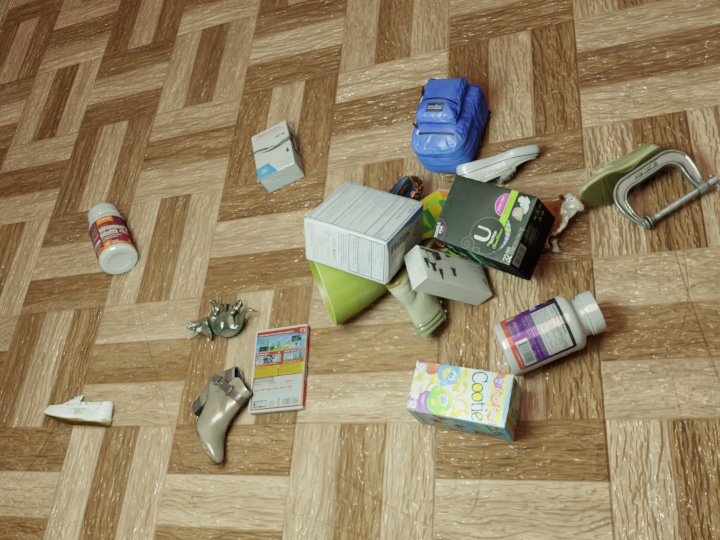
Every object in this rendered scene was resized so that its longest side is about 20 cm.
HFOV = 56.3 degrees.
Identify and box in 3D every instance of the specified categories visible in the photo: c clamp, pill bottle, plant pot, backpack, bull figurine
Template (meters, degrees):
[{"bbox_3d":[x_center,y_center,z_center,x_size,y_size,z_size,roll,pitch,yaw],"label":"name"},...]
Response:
[{"bbox_3d":[0.628,-0.154,1.369,0.197,0.027,0.173,-28,76,12],"label":"c clamp"},{"bbox_3d":[-0.714,-0.094,1.926,0.109,0.110,0.201,-35,56,3],"label":"pill bottle"},{"bbox_3d":[0.372,0.118,1.318,0.197,0.112,0.113,-25,56,10],"label":"pill bottle"},{"bbox_3d":[0.000,0.000,1.527,0.197,0.189,0.189,-21,55,-8],"label":"plant pot"},{"bbox_3d":[0.199,-0.346,1.610,0.160,0.168,0.204,6,70,34],"label":"backpack"},{"bbox_3d":[0.384,-0.101,1.455,0.196,0.065,0.124,-3,69,29],"label":"bull figurine"}]

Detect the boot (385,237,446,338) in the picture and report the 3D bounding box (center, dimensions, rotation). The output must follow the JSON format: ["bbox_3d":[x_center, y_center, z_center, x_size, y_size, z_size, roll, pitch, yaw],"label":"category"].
[{"bbox_3d":[0.139,0.033,1.465,0.071,0.156,0.201,-18,22,39],"label":"boot"}]

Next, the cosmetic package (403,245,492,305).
[{"bbox_3d":[0.186,0.012,1.409,0.051,0.197,0.084,-40,51,38],"label":"cosmetic package"}]

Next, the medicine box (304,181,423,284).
[{"bbox_3d":[0.009,-0.084,1.420,0.197,0.105,0.182,18,39,22],"label":"medicine box"}]

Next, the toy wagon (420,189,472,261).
[{"bbox_3d":[0.202,-0.097,1.552,0.153,0.040,0.202,-31,56,7],"label":"toy wagon"}]

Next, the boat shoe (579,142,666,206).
[{"bbox_3d":[0.552,-0.207,1.437,0.199,0.074,0.063,-33,28,7],"label":"boat shoe"}]

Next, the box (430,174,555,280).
[{"bbox_3d":[0.275,-0.090,1.403,0.198,0.124,0.151,23,88,38],"label":"box"}]

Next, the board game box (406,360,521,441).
[{"bbox_3d":[0.206,0.255,1.327,0.196,0.105,0.105,6,66,26],"label":"board game box"}]

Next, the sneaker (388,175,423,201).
[{"bbox_3d":[0.077,-0.144,1.623,0.201,0.075,0.079,-49,19,5],"label":"sneaker"}]

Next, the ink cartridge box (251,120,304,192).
[{"bbox_3d":[-0.232,-0.330,1.854,0.114,0.068,0.203,-23,57,11],"label":"ink cartridge box"}]

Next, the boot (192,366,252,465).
[{"bbox_3d":[-0.309,0.321,1.547,0.145,0.070,0.201,-38,53,4],"label":"boot"}]

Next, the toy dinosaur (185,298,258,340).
[{"bbox_3d":[-0.332,0.126,1.672,0.196,0.077,0.105,-2,75,18],"label":"toy dinosaur"}]

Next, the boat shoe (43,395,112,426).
[{"bbox_3d":[-0.716,0.355,1.720,0.196,0.071,0.071,2,63,16],"label":"boat shoe"}]

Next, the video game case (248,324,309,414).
[{"bbox_3d":[-0.189,0.230,1.573,0.140,0.017,0.204,-9,61,20],"label":"video game case"}]

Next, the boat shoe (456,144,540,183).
[{"bbox_3d":[0.323,-0.234,1.560,0.196,0.074,0.068,-16,91,8],"label":"boat shoe"}]
